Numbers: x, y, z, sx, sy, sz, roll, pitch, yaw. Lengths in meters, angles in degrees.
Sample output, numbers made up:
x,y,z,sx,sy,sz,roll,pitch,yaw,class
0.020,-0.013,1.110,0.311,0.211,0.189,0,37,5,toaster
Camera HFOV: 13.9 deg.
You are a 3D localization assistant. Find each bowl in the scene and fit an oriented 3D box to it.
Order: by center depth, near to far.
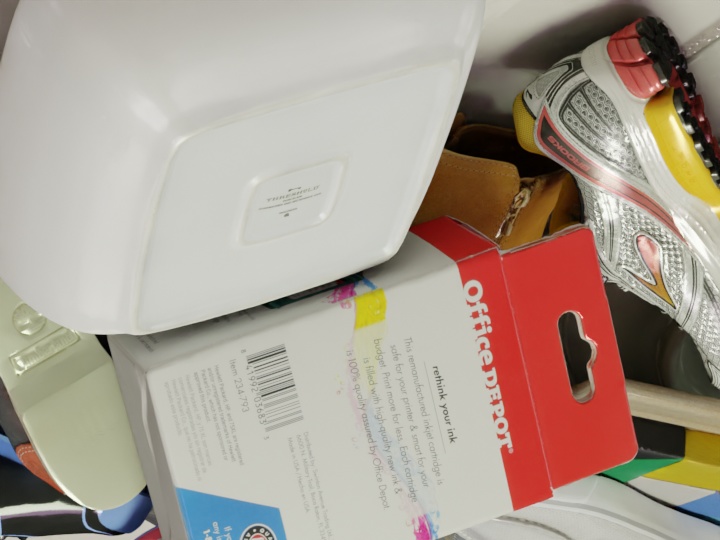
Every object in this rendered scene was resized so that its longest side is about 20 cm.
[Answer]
x,y,z,sx,sy,sz,roll,pitch,yaw,class
-0.041,-0.054,1.153,0.200,0.075,0.200,-17,149,-27,bowl

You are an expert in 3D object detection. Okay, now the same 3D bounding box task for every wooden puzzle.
x,y,z,sx,sy,sz,roll,pitch,yaw,class
0.147,0.095,1.421,0.200,0.037,0.185,8,163,-23,wooden puzzle

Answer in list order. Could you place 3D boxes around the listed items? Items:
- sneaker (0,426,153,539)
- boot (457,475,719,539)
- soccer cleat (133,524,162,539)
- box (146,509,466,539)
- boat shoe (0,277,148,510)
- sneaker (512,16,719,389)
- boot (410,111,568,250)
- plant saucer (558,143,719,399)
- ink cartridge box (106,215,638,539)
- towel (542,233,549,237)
x,y,z,sx,sy,sz,roll,pitch,yaw,class
-0.195,0.098,1.368,0.200,0.070,0.078,21,102,-22,sneaker
0.109,0.156,1.417,0.200,0.096,0.074,20,158,-39,boot
-0.031,0.120,1.363,0.200,0.067,0.076,-28,-178,26,soccer cleat
-0.001,0.146,1.526,0.200,0.048,0.158,9,161,45,box
-0.144,0.008,1.248,0.071,0.063,0.200,-27,112,-12,boat shoe
0.129,-0.023,1.303,0.082,0.078,0.200,-20,125,15,sneaker
0.001,0.000,1.299,0.201,0.071,0.144,-13,135,-41,boot
0.192,0.023,1.415,0.200,0.050,0.200,-7,134,-8,plant saucer
0.007,0.053,1.242,0.200,0.116,0.067,-18,-161,-15,ink cartridge box
0.119,0.059,1.482,0.147,0.024,0.200,2,132,-14,towel
